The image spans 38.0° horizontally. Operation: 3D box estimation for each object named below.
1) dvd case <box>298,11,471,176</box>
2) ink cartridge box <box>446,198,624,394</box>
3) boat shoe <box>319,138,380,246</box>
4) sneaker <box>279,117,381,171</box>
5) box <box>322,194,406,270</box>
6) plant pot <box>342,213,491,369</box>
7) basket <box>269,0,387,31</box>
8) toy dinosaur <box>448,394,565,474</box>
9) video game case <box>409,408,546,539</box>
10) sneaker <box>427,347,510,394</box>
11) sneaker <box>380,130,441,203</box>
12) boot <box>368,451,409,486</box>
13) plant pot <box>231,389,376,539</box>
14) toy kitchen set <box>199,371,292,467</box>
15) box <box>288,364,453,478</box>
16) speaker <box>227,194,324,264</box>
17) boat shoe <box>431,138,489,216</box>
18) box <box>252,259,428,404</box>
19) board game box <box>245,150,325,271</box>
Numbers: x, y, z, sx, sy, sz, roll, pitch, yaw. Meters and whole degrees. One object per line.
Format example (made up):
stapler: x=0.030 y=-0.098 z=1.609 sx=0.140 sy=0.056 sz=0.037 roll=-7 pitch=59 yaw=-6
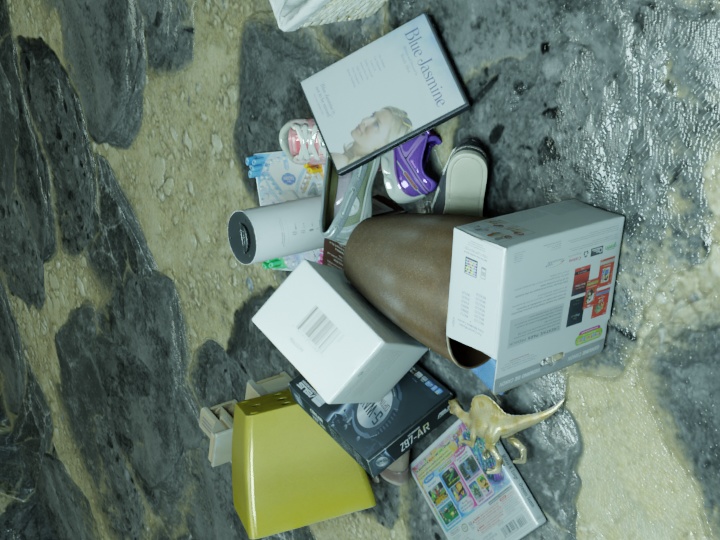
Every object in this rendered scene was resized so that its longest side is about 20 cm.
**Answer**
dvd case: x=0.030 y=-0.231 z=1.377 sx=0.199 sy=0.018 sz=0.143 roll=-26 pitch=77 yaw=14
ink cartridge box: x=0.198 y=0.026 z=1.194 sx=0.084 sy=0.199 sz=0.177 roll=26 pitch=121 yaw=46
boat shoe: x=-0.021 y=-0.136 z=1.426 sx=0.074 sy=0.065 sz=0.203 roll=-2 pitch=78 yaw=40
sneaker: x=-0.041 y=-0.181 z=1.518 sx=0.200 sy=0.104 sz=0.076 roll=20 pitch=116 yaw=46
box: x=0.000 y=0.000 z=1.530 sx=0.075 sy=0.100 sz=0.201 roll=33 pitch=127 yaw=42
plant pot: x=0.083 y=0.002 z=1.319 sx=0.199 sy=0.187 sz=0.188 roll=21 pitch=119 yaw=35
basket: x=-0.030 y=-0.444 z=1.362 sx=0.198 sy=0.160 sz=0.201 roll=-27 pitch=80 yaw=53
toy dinosaur: x=0.181 y=0.211 z=1.374 sx=0.199 sy=0.058 sz=0.102 roll=-4 pitch=103 yaw=48
video game case: x=0.161 y=0.317 z=1.495 sx=0.183 sy=0.024 sz=0.200 roll=60 pitch=142 yaw=20
sneaker: x=0.130 y=0.095 z=1.402 sx=0.200 sy=0.089 sz=0.079 roll=47 pitch=136 yaw=29
sneaker: x=0.065 y=-0.191 z=1.418 sx=0.083 sy=0.081 sz=0.201 roll=-11 pitch=81 yaw=11
boot: x=0.010 y=0.254 z=1.628 sx=0.200 sy=0.070 sz=0.147 roll=14 pitch=120 yaw=64
plant pot: x=-0.107 y=0.286 z=1.640 sx=0.200 sy=0.199 sz=0.178 roll=-168 pitch=66 yaw=-75
toy kitchen set: x=-0.239 y=0.257 z=1.880 sx=0.180 sy=0.163 sz=0.201 roll=39 pitch=130 yaw=38
box: x=0.015 y=0.185 z=1.524 sx=0.200 sy=0.160 sz=0.044 roll=39 pitch=155 yaw=40
speaker: x=-0.095 y=-0.065 z=1.546 sx=0.081 sy=0.199 sz=0.082 roll=21 pitch=118 yaw=47
boat shoe: x=0.130 y=-0.083 z=1.383 sx=0.063 sy=0.072 sz=0.201 roll=-80 pitch=0 yaw=-52
box: x=-0.021 y=0.084 z=1.360 sx=0.152 sy=0.200 sz=0.106 roll=45 pitch=99 yaw=19
board game box: x=-0.115 y=-0.095 z=1.709 sx=0.199 sy=0.026 sz=0.201 roll=4 pitch=105 yaw=52
